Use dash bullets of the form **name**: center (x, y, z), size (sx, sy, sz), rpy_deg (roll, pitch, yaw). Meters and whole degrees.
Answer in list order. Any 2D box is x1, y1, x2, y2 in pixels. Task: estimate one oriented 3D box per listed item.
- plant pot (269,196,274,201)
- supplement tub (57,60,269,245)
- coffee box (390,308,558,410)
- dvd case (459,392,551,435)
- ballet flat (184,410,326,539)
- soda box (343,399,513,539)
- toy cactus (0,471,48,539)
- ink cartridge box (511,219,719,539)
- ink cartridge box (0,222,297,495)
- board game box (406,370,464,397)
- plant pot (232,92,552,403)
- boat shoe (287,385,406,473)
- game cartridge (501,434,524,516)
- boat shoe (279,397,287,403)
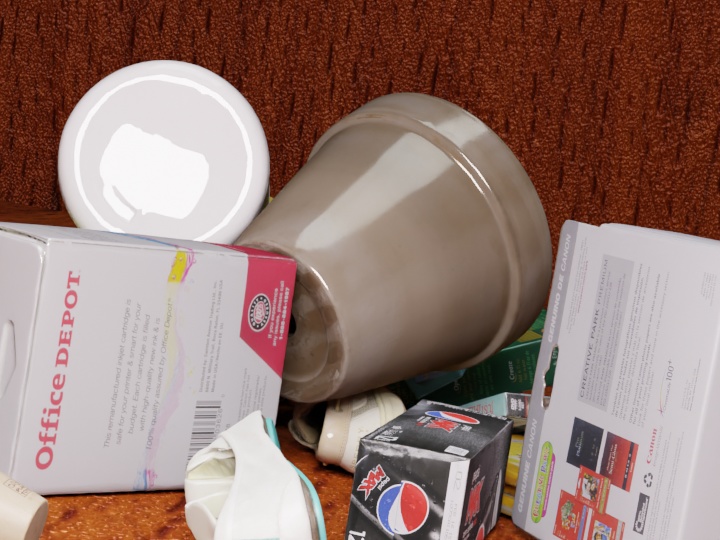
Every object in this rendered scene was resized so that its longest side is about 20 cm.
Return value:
- **plant pot**: center (-0.134, 0.006, 1.507), size (0.199, 0.195, 0.195), rpy_deg (14, 3, -10)
- **supplement tub**: center (-0.137, -0.064, 1.290), size (0.144, 0.146, 0.200), rpy_deg (9, -5, -3)
- **coffee box**: center (0.090, 0.080, 1.511), size (0.199, 0.044, 0.123), rpy_deg (-13, 10, -15)
- **dvd case**: center (0.166, 0.122, 1.386), size (0.199, 0.022, 0.146), rpy_deg (6, -14, -22)
- **ballet flat**: center (-0.065, 0.120, 0.966), size (0.069, 0.070, 0.200), rpy_deg (9, 5, -11)
- **soda box**: center (0.043, 0.123, 1.035), size (0.063, 0.071, 0.200), rpy_deg (9, 4, 12)
- **toy cactus**: center (-0.229, 0.089, 0.867), size (0.164, 0.103, 0.200), rpy_deg (20, -3, 7)
- **ink cartridge box**: center (0.177, 0.079, 1.038), size (0.083, 0.201, 0.175), rpy_deg (8, 5, -26)
- **ink cartridge box**: center (-0.142, 0.052, 1.066), size (0.199, 0.149, 0.085), rpy_deg (6, 5, -45)
- **board game box**: center (0.051, -0.011, 1.440), size (0.047, 0.151, 0.200), rpy_deg (-28, 12, 27)
- **plant pot**: center (0.000, 0.000, 1.208), size (0.199, 0.201, 0.173), rpy_deg (13, 31, 39)
- **boat shoe**: center (-0.017, 0.099, 1.272), size (0.065, 0.073, 0.200), rpy_deg (10, 9, -11)
- **game cartridge**: center (0.141, 0.145, 1.255), size (0.199, 0.033, 0.176), rpy_deg (6, 5, -36)
- **boat shoe**: center (-0.027, 0.071, 1.433), size (0.074, 0.066, 0.199), rpy_deg (-8, 25, 41)
